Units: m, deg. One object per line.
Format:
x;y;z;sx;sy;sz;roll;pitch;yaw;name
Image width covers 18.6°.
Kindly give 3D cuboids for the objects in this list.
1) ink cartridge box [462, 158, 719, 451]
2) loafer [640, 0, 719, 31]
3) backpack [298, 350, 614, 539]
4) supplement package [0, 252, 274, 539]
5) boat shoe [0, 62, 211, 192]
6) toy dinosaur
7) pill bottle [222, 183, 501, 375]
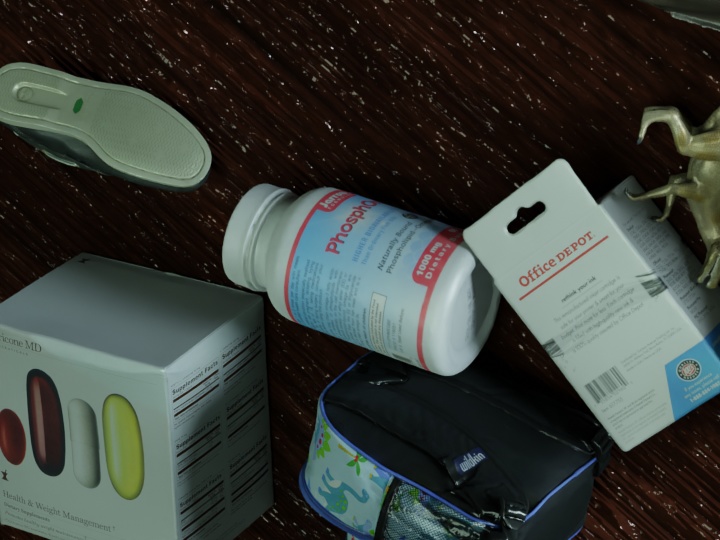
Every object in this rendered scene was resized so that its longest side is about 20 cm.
0.181;0.015;1.590;0.116;0.068;0.200;-38;89;37;ink cartridge box
0.215;-0.195;1.468;0.200;0.071;0.073;21;122;23;loafer
0.058;0.159;1.665;0.200;0.183;0.147;29;124;21;backpack
-0.192;0.118;1.830;0.191;0.147;0.200;13;119;28;supplement package
-0.208;-0.111;1.797;0.200;0.072;0.068;21;158;16;boat shoe
0.242;-0.088;1.521;0.101;0.058;0.200;13;122;6;toy dinosaur
0.000;0.000;1.675;0.200;0.109;0.109;19;121;24;pill bottle
